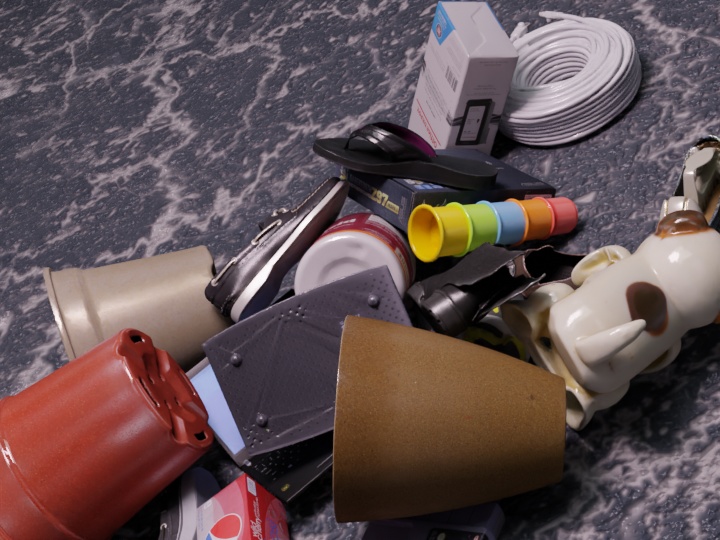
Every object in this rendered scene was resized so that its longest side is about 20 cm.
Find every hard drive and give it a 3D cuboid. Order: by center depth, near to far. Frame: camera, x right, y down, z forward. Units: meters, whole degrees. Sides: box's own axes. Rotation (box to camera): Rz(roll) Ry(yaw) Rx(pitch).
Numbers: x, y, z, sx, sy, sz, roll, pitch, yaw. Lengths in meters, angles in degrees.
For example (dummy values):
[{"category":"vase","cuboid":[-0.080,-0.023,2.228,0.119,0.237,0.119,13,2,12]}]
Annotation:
[{"category":"hard drive","cuboid":[-0.041,0.087,1.394,0.199,0.135,0.042,-23,1,5]}]

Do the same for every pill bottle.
[{"category":"pill bottle","cuboid":[0.000,0.000,1.507,0.114,0.115,0.200,-21,7,10]}]

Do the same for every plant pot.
[{"category":"plant pot","cuboid":[0.082,0.139,1.270,0.199,0.187,0.187,3,41,4]},{"category":"plant pot","cuboid":[-0.266,0.171,1.417,0.195,0.201,0.201,-36,34,9]},{"category":"plant pot","cuboid":[-0.237,0.063,1.598,0.183,0.201,0.201,-19,34,-8]}]

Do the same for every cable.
[{"category":"cable","cuboid":[0.243,-0.233,1.734,0.200,0.069,0.200,16,55,45]}]

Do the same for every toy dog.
[{"category":"toy dog","cuboid":[0.253,0.026,1.304,0.200,0.194,0.140,-31,77,-13]}]

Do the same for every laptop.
[{"category":"laptop","cuboid":[-0.070,0.123,1.459,0.177,0.103,0.200,-39,22,-15]}]

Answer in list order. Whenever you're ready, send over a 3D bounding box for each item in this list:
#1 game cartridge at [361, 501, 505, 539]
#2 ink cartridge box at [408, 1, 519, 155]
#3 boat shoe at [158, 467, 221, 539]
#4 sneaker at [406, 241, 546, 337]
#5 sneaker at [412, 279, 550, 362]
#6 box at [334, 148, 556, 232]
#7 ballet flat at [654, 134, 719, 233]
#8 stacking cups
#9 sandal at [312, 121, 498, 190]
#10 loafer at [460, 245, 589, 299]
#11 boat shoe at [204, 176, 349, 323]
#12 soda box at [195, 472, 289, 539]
[{"category":"game cartridge","cuboid":[0.040,0.284,1.253,0.129,0.038,0.200,-4,41,36]},{"category":"ink cartridge box","cuboid":[0.119,-0.208,1.705,0.068,0.200,0.116,-3,45,-19]},{"category":"boat shoe","cuboid":[-0.174,0.276,1.378,0.066,0.070,0.200,-32,35,16]},{"category":"sneaker","cuboid":[0.107,0.016,1.349,0.104,0.060,0.200,-38,5,-1]},{"category":"sneaker","cuboid":[0.128,0.054,1.463,0.084,0.075,0.200,-19,27,-27]},{"category":"box","cuboid":[0.093,-0.093,1.584,0.199,0.051,0.158,-3,21,-32]},{"category":"ballet flat","cuboid":[0.339,-0.066,1.461,0.074,0.074,0.200,-1,44,33]},{"category":"stacking cups","cuboid":[0.146,-0.045,1.506,0.199,0.061,0.060,-5,21,-35]},{"category":"sandal","cuboid":[0.050,-0.130,1.516,0.200,0.048,0.075,9,21,1]},{"category":"loafer","cuboid":[0.182,-0.001,1.480,0.199,0.071,0.073,4,46,37]},{"category":"boat shoe","cuboid":[-0.089,-0.031,1.537,0.060,0.074,0.200,35,80,18]},{"category":"soda box","cuboid":[-0.105,0.283,1.300,0.070,0.063,0.200,-38,29,14]}]
